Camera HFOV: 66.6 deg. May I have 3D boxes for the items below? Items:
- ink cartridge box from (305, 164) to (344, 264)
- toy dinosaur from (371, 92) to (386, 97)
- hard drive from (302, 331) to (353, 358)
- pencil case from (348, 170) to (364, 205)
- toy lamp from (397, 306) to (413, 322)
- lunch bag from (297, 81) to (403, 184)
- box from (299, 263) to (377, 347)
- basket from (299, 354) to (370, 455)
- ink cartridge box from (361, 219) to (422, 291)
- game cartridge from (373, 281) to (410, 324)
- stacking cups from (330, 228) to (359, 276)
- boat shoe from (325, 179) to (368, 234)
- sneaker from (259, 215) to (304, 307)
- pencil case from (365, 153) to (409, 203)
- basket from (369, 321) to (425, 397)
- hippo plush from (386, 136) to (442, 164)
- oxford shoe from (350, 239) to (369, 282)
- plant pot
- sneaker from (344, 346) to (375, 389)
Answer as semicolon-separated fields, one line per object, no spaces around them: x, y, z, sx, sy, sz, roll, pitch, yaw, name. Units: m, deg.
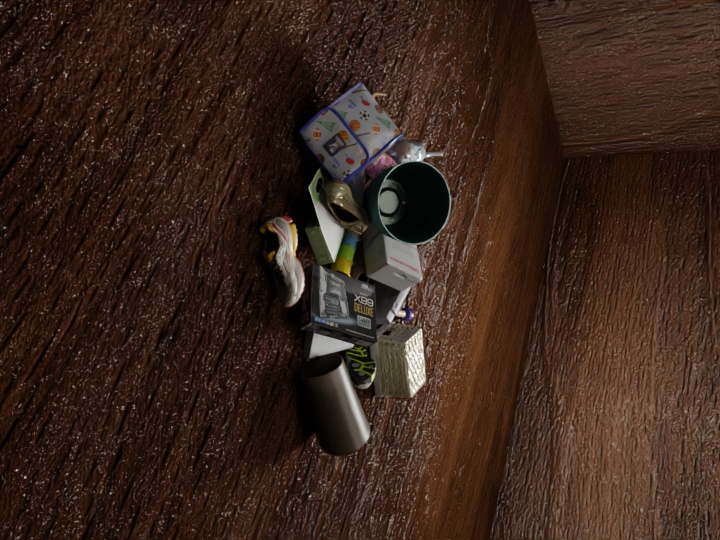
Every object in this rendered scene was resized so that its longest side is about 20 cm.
-0.095;-0.137;1.316;0.146;0.048;0.201;-73;150;-54;ink cartridge box
0.013;-0.447;1.507;0.106;0.060;0.201;78;31;-69;toy dinosaur
-0.071;0.148;1.422;0.200;0.027;0.133;-2;104;-58;hard drive
-0.026;-0.256;1.415;0.083;0.090;0.202;140;-41;-83;pencil case
0.100;0.130;1.691;0.200;0.058;0.059;18;78;-57;toy lamp
-0.027;-0.319;1.307;0.200;0.124;0.170;-41;94;-19;lunch bag
-0.051;0.088;1.336;0.199;0.050;0.159;22;54;-33;box
-0.068;0.322;1.355;0.135;0.180;0.201;-20;108;-11;basket
0.083;-0.061;1.512;0.144;0.084;0.201;23;47;-37;ink cartridge box
0.073;0.076;1.571;0.038;0.129;0.201;57;46;-31;game cartridge
-0.035;-0.079;1.452;0.060;0.060;0.201;40;56;-52;stacking cups
-0.037;-0.139;1.327;0.200;0.073;0.063;50;43;-54;boat shoe
-0.182;-0.017;1.209;0.082;0.077;0.202;-16;98;-53;sneaker
0.085;-0.248;1.500;0.087;0.083;0.200;-45;116;8;pencil case
0.116;0.273;1.666;0.135;0.123;0.202;-30;118;-54;basket
0.103;-0.313;1.610;0.199;0.159;0.162;-3;123;-51;hippo plush
0.000;0.000;1.496;0.071;0.072;0.201;55;48;-45;oxford shoe
0.101;-0.171;1.387;0.199;0.161;0.202;-3;98;-22;plant pot
0.000;0.268;1.447;0.200;0.075;0.077;-112;-160;-75;sneaker
